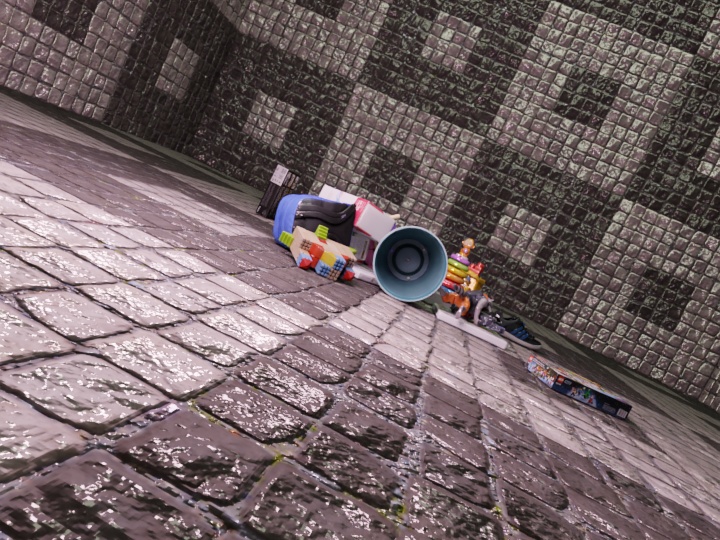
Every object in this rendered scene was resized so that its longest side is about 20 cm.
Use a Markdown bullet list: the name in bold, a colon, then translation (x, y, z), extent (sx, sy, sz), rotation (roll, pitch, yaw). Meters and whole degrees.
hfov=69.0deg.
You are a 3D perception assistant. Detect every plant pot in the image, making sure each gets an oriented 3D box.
- **plant pot**: translation (0.136, -0.026, 1.478), extent (0.199, 0.201, 0.188), rotation (25, 6, 0)

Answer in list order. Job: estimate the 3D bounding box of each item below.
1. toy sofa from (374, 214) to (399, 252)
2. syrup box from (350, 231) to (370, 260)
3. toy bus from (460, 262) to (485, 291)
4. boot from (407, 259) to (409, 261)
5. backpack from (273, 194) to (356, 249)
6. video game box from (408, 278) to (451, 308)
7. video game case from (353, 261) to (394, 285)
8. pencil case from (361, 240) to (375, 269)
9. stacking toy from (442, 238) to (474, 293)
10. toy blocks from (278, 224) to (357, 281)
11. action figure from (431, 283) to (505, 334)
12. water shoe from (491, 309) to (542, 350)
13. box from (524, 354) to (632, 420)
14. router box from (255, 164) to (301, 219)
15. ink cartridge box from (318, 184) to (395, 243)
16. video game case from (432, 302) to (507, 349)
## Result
- **toy sofa**: translation (0.088, -0.071, 1.634), extent (0.083, 0.201, 0.097), rotation (-15, 18, -32)
- **syrup box**: translation (-0.077, -0.093, 1.626), extent (0.199, 0.082, 0.079), rotation (15, -3, -19)
- **toy bus**: translation (0.450, 0.051, 2.200), extent (0.135, 0.193, 0.200), rotation (29, 8, 25)
- **boot**: translation (0.168, -0.012, 1.841), extent (0.070, 0.132, 0.200), rotation (28, 6, 33)
- **backpack**: translation (-0.138, -0.117, 1.402), extent (0.167, 0.163, 0.199), rotation (11, 5, 44)
- **video game box**: translation (0.237, 0.079, 1.757), extent (0.199, 0.047, 0.182), rotation (21, 10, -37)
- **video game case**: translation (0.000, 0.000, 1.565), extent (0.182, 0.024, 0.200), rotation (20, 8, -43)
- **pencil case**: translation (0.049, -0.091, 1.715), extent (0.093, 0.201, 0.091), rotation (-2, 13, -27)
- **stacking toy**: translation (0.323, -0.014, 1.735), extent (0.116, 0.201, 0.110), rotation (31, 8, 33)
- **toy blocks**: translation (-0.083, -0.031, 1.239), extent (0.199, 0.100, 0.137), rotation (21, 18, -29)
- **action figure**: translation (0.314, 0.096, 1.448), extent (0.193, 0.105, 0.200), rotation (5, 15, -44)
- **water shoe**: translation (0.524, 0.197, 1.737), extent (0.199, 0.079, 0.072), rotation (25, 6, -5)
- **box**: translation (0.498, 0.266, 1.207), extent (0.199, 0.038, 0.137), rotation (24, 6, -10)
- **router box**: translation (-0.311, -0.292, 1.999), extent (0.051, 0.201, 0.149), rotation (28, 5, 11)
- **ink cartridge box**: translation (-0.020, -0.165, 1.539), extent (0.200, 0.086, 0.147), rotation (29, 1, 41)
- **video game case**: translation (0.303, 0.153, 1.481), extent (0.199, 0.023, 0.182), rotation (24, 6, 1)
